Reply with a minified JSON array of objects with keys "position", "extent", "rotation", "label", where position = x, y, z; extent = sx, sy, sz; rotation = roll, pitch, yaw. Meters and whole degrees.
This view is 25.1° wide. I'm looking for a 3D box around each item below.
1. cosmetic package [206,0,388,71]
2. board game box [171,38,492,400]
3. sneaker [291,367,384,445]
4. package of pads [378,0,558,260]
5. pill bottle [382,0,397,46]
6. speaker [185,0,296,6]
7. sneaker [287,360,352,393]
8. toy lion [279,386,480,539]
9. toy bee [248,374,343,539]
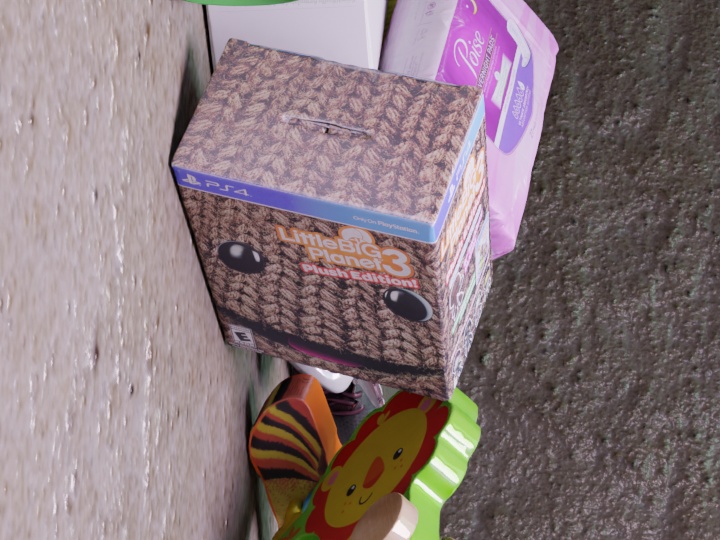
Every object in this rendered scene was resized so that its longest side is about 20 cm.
[{"position":[-0.036,-0.192,1.095],"extent":[0.201,0.106,0.086],"rotation":[-84,171,-59],"label":"cosmetic package"},{"position":[-0.009,-0.027,0.987],"extent":[0.201,0.158,0.098],"rotation":[80,27,-56],"label":"board game box"},{"position":[-0.034,0.076,1.314],"extent":[0.115,0.075,0.202],"rotation":[-31,110,-77],"label":"sneaker"},{"position":[0.065,-0.112,1.102],"extent":[0.120,0.075,0.201],"rotation":[43,46,-31],"label":"package of pads"},{"position":[0.033,-0.157,1.235],"extent":[0.113,0.111,0.202],"rotation":[70,9,-73],"label":"pill bottle"},{"position":[-0.068,-0.253,0.900],"extent":[0.088,0.087,0.203],"rotation":[-17,106,-84],"label":"speaker"},{"position":[0.000,0.000,1.232],"extent":[0.088,0.080,0.201],"rotation":[-42,-156,31],"label":"sneaker"},{"position":[-0.001,0.164,1.047],"extent":[0.069,0.200,0.192],"rotation":[40,22,-18],"label":"toy lion"},{"position":[-0.037,0.180,1.169],"extent":[0.202,0.108,0.131],"rotation":[68,21,2],"label":"toy bee"}]
